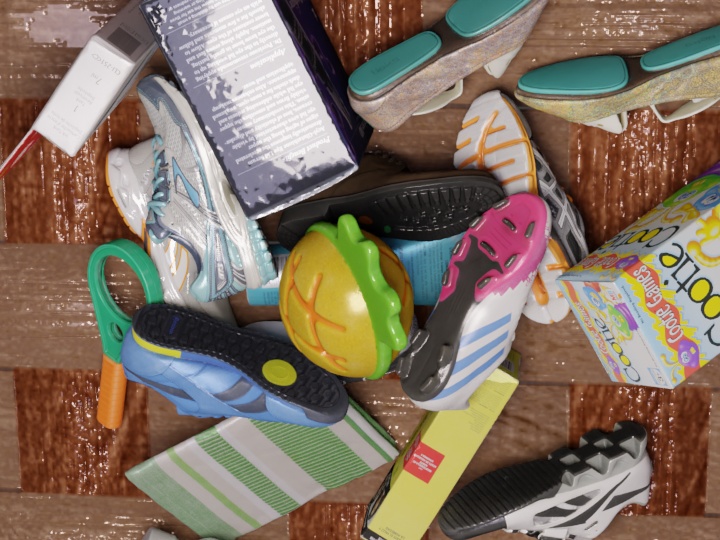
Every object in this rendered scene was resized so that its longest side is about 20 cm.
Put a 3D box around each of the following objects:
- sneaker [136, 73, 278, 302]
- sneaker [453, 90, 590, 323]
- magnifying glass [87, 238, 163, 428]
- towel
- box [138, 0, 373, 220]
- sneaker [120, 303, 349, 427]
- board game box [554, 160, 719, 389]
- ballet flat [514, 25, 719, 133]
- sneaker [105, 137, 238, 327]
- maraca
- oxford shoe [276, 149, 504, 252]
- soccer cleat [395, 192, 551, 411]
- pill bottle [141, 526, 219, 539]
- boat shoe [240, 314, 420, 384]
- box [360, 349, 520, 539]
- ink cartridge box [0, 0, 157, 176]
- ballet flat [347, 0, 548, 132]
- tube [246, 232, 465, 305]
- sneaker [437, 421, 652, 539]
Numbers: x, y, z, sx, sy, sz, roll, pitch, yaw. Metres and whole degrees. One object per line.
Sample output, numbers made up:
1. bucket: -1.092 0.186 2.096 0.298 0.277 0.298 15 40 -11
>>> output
1. sneaker: -0.146 -0.066 1.612 0.086 0.078 0.201 -27 88 -6
2. sneaker: 0.142 -0.056 1.642 0.078 0.077 0.201 -18 91 43
3. magnifying glass: -0.211 0.058 1.706 0.079 0.022 0.201 34 131 26
4. towel: -0.084 0.168 1.721 0.199 0.023 0.153 -28 136 14
5. box: -0.081 -0.163 1.593 0.104 0.148 0.201 -25 104 12
6. sneaker: -0.107 0.095 1.640 0.199 0.066 0.079 20 128 5
7. board game box: 0.279 -0.004 1.579 0.200 0.103 0.105 -35 103 -17
8. ballet flat: 0.230 -0.149 1.609 0.199 0.071 0.071 -13 105 10
9. sneaker: -0.142 -0.027 1.682 0.092 0.076 0.201 -24 104 8
10. maraca: -0.006 0.021 1.578 0.107 0.200 0.138 -26 87 -17
11. oxford shoe: 0.026 -0.070 1.636 0.199 0.085 0.073 -4 142 21
12. soccer cleat: 0.104 0.028 1.609 0.070 0.086 0.200 38 100 39
13. pill bottle: -0.116 0.309 1.749 0.199 0.112 0.113 25 108 -8
14. boat shoe: -0.038 0.078 1.706 0.199 0.069 0.057 -12 146 19
15. box: 0.071 0.154 1.711 0.050 0.075 0.200 30 109 -3
16. ink cartridge box: -0.230 -0.132 1.591 0.045 0.200 0.176 36 107 -7
17. ballet flat: 0.082 -0.180 1.613 0.199 0.068 0.067 -29 130 3
18. tube: 0.000 0.000 1.688 0.199 0.050 0.078 -2 113 3
19. sneaker: 0.167 0.210 1.699 0.199 0.074 0.089 -19 115 -9
